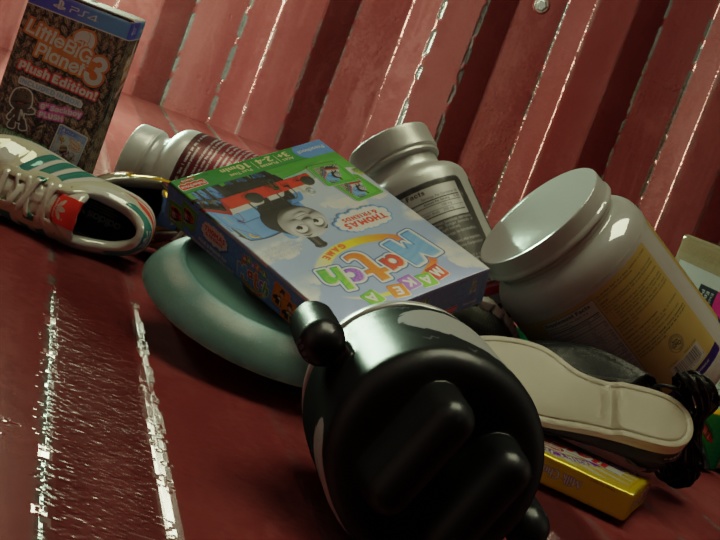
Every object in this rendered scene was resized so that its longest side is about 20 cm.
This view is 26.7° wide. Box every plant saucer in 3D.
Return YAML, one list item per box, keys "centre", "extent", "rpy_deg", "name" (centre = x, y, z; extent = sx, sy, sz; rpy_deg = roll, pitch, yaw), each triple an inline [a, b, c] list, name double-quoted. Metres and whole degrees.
- centre: [-0.062, 0.023, 1.116]
  extent: [0.199, 0.028, 0.200]
  rpy_deg: [22, 21, -9]
  name: "plant saucer"

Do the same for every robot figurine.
- centre: [0.033, 0.086, 0.843]
  extent: [0.124, 0.152, 0.200]
  rpy_deg: [-10, 12, -6]
  name: "robot figurine"

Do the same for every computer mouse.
- centre: [0.192, 0.103, 1.247]
  extent: [0.198, 0.139, 0.053]
  rpy_deg: [12, 47, 13]
  name: "computer mouse"

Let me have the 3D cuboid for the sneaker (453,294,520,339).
- centre: [0.066, 0.050, 1.243]
  extent: [0.066, 0.091, 0.200]
  rpy_deg: [2, -26, 35]
  name: "sneaker"

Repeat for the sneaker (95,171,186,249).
- centre: [-0.161, -0.042, 1.413]
  extent: [0.198, 0.076, 0.090]
  rpy_deg: [12, -3, -8]
  name: "sneaker"

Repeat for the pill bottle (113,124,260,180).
- centre: [-0.149, -0.076, 1.562]
  extent: [0.199, 0.114, 0.113]
  rpy_deg: [23, 7, 8]
  name: "pill bottle"

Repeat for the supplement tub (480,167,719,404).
- centre: [0.210, 0.027, 1.308]
  extent: [0.200, 0.145, 0.145]
  rpy_deg: [50, -1, -16]
  name: "supplement tub"

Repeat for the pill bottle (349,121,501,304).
- centre: [0.065, -0.031, 1.397]
  extent: [0.110, 0.110, 0.201]
  rpy_deg: [7, 57, -63]
  name: "pill bottle"

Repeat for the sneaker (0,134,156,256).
- centre: [-0.268, -0.065, 1.305]
  extent: [0.198, 0.071, 0.093]
  rpy_deg: [23, 1, -11]
  name: "sneaker"

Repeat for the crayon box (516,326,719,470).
- centre: [0.246, 0.122, 1.468]
  extent: [0.118, 0.059, 0.199]
  rpy_deg: [14, 10, -46]
  name: "crayon box"

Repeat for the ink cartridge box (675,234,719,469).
- centre: [0.364, 0.084, 1.529]
  extent: [0.075, 0.202, 0.165]
  rpy_deg: [16, 8, -31]
  name: "ink cartridge box"

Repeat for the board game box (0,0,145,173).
- centre: [-0.285, -0.160, 1.435]
  extent: [0.096, 0.202, 0.159]
  rpy_deg: [20, 8, -7]
  name: "board game box"

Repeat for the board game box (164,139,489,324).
- centre: [-0.026, -0.021, 1.120]
  extent: [0.151, 0.037, 0.200]
  rpy_deg: [-20, 46, -39]
  name: "board game box"

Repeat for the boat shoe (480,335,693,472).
- centre: [0.155, 0.111, 1.179]
  extent: [0.198, 0.063, 0.073]
  rpy_deg: [18, 49, -2]
  name: "boat shoe"

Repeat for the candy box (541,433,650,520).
- centre: [0.121, 0.133, 1.156]
  extent: [0.199, 0.027, 0.102]
  rpy_deg: [24, 8, 16]
  name: "candy box"
